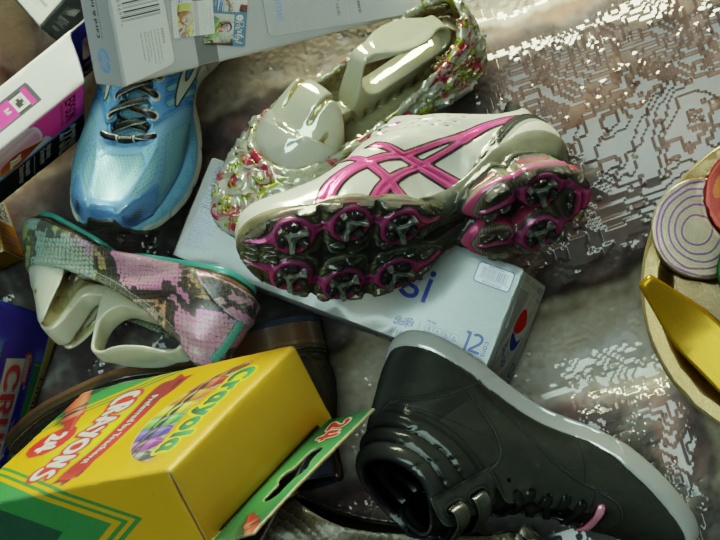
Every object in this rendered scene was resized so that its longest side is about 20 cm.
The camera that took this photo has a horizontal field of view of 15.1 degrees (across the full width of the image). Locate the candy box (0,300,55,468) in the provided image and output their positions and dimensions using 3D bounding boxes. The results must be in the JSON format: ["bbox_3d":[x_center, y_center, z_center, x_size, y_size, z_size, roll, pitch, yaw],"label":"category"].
[{"bbox_3d":[-0.261,0.088,1.544,0.077,0.200,0.169,16,87,15],"label":"candy box"}]

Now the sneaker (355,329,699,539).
[{"bbox_3d":[0.083,0.124,1.479,0.200,0.071,0.099,31,58,-1],"label":"sneaker"}]

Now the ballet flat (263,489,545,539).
[{"bbox_3d":[0.017,0.148,1.518,0.200,0.067,0.046,13,100,5],"label":"ballet flat"}]

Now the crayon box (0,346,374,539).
[{"bbox_3d":[-0.105,0.101,1.442,0.200,0.127,0.051,-13,111,39],"label":"crayon box"}]

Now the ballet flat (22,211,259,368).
[{"bbox_3d":[-0.141,0.017,1.556,0.200,0.069,0.071,17,72,43],"label":"ballet flat"}]

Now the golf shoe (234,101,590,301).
[{"bbox_3d":[0.020,-0.041,1.488,0.200,0.073,0.092,-12,46,-19],"label":"golf shoe"}]

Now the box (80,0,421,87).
[{"bbox_3d":[-0.068,-0.200,1.526,0.200,0.041,0.156,-17,105,-28],"label":"box"}]

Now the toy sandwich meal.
[{"bbox_3d":[0.247,0.009,1.482,0.205,0.070,0.205,-2,81,15],"label":"toy sandwich meal"}]

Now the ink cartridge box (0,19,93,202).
[{"bbox_3d":[-0.212,-0.072,1.579,0.200,0.095,0.037,-43,82,-15],"label":"ink cartridge box"}]

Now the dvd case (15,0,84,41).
[{"bbox_3d":[-0.146,-0.244,1.616,0.200,0.025,0.150,-48,41,5],"label":"dvd case"}]

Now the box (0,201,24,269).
[{"bbox_3d":[-0.294,-0.076,1.662,0.119,0.041,0.200,-23,74,11],"label":"box"}]

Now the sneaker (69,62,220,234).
[{"bbox_3d":[-0.130,-0.114,1.570,0.078,0.090,0.200,6,64,16],"label":"sneaker"}]

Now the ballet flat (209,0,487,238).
[{"bbox_3d":[-0.010,-0.096,1.532,0.200,0.064,0.076,-39,60,-23],"label":"ballet flat"}]

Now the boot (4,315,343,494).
[{"bbox_3d":[-0.105,0.101,1.565,0.200,0.075,0.097,-20,74,10],"label":"boot"}]

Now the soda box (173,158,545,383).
[{"bbox_3d":[0.000,0.000,1.553,0.200,0.068,0.063,20,87,18],"label":"soda box"}]

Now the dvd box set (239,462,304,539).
[{"bbox_3d":[-0.134,0.149,1.487,0.200,0.146,0.029,-21,107,22],"label":"dvd box set"}]
